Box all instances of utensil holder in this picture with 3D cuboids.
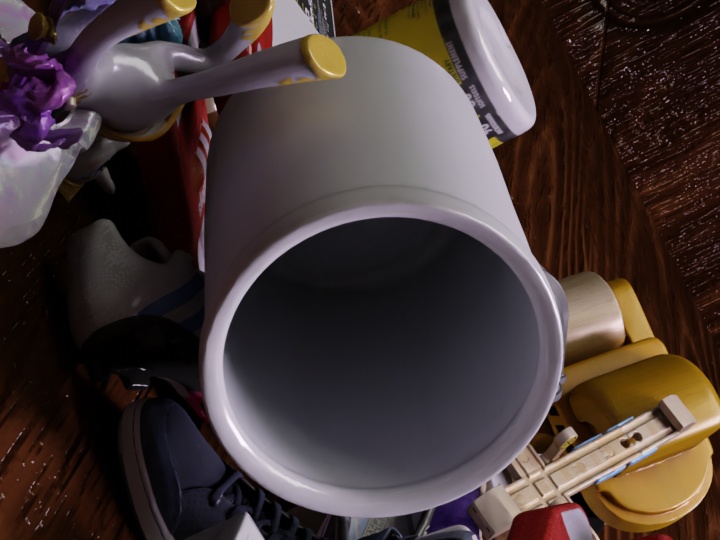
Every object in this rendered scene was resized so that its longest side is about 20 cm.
[{"bbox_3d":[0.000,-0.006,0.867,0.171,0.169,0.201,55,12,-29],"label":"utensil holder"}]

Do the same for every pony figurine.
[{"bbox_3d":[-0.137,-0.092,0.818,0.192,0.199,0.168,16,56,-48],"label":"pony figurine"}]

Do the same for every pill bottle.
[{"bbox_3d":[0.013,-0.109,1.214,0.115,0.198,0.115,54,19,-29],"label":"pill bottle"}]

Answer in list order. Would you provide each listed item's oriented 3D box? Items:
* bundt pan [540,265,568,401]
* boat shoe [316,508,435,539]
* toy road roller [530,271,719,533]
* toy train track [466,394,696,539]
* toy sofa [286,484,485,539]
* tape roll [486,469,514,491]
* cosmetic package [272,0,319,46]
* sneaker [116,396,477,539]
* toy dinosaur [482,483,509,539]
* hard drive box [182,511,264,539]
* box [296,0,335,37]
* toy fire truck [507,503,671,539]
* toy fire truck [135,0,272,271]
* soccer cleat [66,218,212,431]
[{"bbox_3d":[0.048,0.019,1.145,0.202,0.200,0.077,-52,157,-71],"label":"bundt pan"},{"bbox_3d":[0.023,0.102,0.977,0.069,0.066,0.201,31,56,-6],"label":"boat shoe"},{"bbox_3d":[0.180,0.087,1.240,0.202,0.122,0.146,67,-22,16],"label":"toy road roller"},{"bbox_3d":[0.147,0.116,1.088,0.199,0.033,0.115,-20,65,-40],"label":"toy train track"},{"bbox_3d":[0.025,0.123,1.104,0.083,0.097,0.200,60,18,-16],"label":"toy sofa"},{"bbox_3d":[0.105,0.189,1.300,0.203,0.070,0.203,55,19,-29],"label":"tape roll"},{"bbox_3d":[-0.059,-0.126,1.124,0.050,0.083,0.201,-17,64,-38],"label":"cosmetic package"},{"bbox_3d":[-0.023,0.132,0.865,0.204,0.145,0.077,62,19,-6],"label":"sneaker"},{"bbox_3d":[0.069,0.204,1.157,0.201,0.060,0.107,95,-9,-45],"label":"toy dinosaur"},{"bbox_3d":[-0.046,0.236,0.762,0.201,0.076,0.156,60,17,-13],"label":"hard drive box"},{"bbox_3d":[-0.076,-0.218,1.363,0.160,0.049,0.201,48,24,-38],"label":"box"},{"bbox_3d":[0.119,0.230,0.939,0.168,0.111,0.203,7,69,-67],"label":"toy fire truck"},{"bbox_3d":[-0.106,-0.091,1.031,0.201,0.111,0.170,-89,175,-59],"label":"toy fire truck"},{"bbox_3d":[-0.089,0.028,0.937,0.200,0.069,0.087,34,35,-59],"label":"soccer cleat"}]
